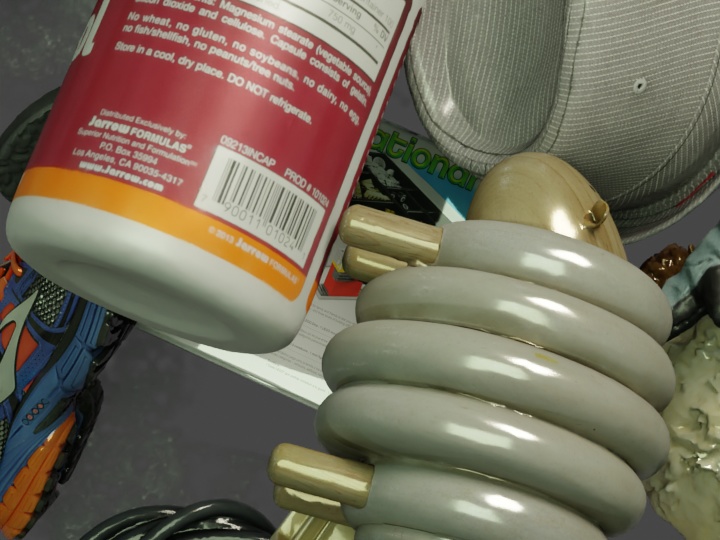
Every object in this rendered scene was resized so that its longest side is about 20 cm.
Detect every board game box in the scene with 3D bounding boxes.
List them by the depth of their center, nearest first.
[{"bbox_3d":[0.000,0.000,0.849,0.200,0.035,0.126,24,85,10],"label":"board game box"}]

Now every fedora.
[{"bbox_3d":[0.080,-0.109,0.759,0.177,0.090,0.200,30,111,43],"label":"fedora"}]

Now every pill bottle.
[{"bbox_3d":[-0.042,-0.080,0.718,0.113,0.113,0.200,19,76,9],"label":"pill bottle"}]

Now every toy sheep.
[{"bbox_3d":[0.043,0.052,0.690,0.138,0.138,0.200,14,78,9],"label":"toy sheep"}]

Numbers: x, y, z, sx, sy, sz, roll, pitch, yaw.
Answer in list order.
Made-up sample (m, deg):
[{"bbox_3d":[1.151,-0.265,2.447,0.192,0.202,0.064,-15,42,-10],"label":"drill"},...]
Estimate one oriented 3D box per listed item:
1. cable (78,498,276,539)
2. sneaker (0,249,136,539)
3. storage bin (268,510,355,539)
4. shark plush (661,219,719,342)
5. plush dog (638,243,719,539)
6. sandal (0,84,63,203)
[{"bbox_3d":[-0.088,0.187,0.830,0.200,0.051,0.163,-24,79,2],"label":"cable"},{"bbox_3d":[-0.136,0.020,0.809,0.078,0.075,0.200,26,113,0],"label":"sneaker"},{"bbox_3d":[0.023,0.197,0.771,0.200,0.094,0.199,36,84,-1],"label":"storage bin"},{"bbox_3d":[0.181,-0.027,0.744,0.091,0.083,0.200,38,92,-5],"label":"shark plush"},{"bbox_3d":[0.186,0.055,0.777,0.172,0.160,0.200,-28,79,28],"label":"plush dog"},{"bbox_3d":[-0.062,-0.084,0.824,0.200,0.075,0.048,-29,43,2],"label":"sandal"}]
